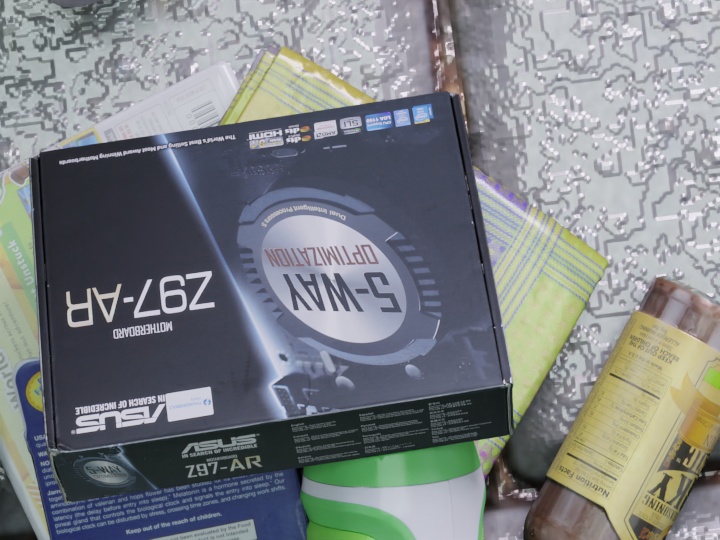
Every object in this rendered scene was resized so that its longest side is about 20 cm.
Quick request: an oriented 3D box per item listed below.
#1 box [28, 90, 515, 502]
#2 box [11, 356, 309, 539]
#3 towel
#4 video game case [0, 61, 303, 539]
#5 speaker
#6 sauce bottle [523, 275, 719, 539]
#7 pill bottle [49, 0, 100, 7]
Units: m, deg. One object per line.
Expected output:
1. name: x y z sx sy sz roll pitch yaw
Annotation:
1. box: -0.042 0.009 1.062 0.199 0.044 0.161 -8 56 0
2. box: -0.082 0.123 1.117 0.120 0.032 0.201 -11 103 1
3. towel: 0.000 0.000 1.132 0.199 0.023 0.144 31 87 3
4. video game case: -0.101 0.029 1.156 0.181 0.023 0.201 -27 86 0
5. speaker: 0.019 0.172 1.085 0.088 0.088 0.201 -3 97 2
6. sauce bottle: 0.117 0.103 1.122 0.064 0.065 0.201 28 89 4
7. pill bottle: -0.149 -0.232 1.134 0.104 0.104 0.201 -30 85 0
